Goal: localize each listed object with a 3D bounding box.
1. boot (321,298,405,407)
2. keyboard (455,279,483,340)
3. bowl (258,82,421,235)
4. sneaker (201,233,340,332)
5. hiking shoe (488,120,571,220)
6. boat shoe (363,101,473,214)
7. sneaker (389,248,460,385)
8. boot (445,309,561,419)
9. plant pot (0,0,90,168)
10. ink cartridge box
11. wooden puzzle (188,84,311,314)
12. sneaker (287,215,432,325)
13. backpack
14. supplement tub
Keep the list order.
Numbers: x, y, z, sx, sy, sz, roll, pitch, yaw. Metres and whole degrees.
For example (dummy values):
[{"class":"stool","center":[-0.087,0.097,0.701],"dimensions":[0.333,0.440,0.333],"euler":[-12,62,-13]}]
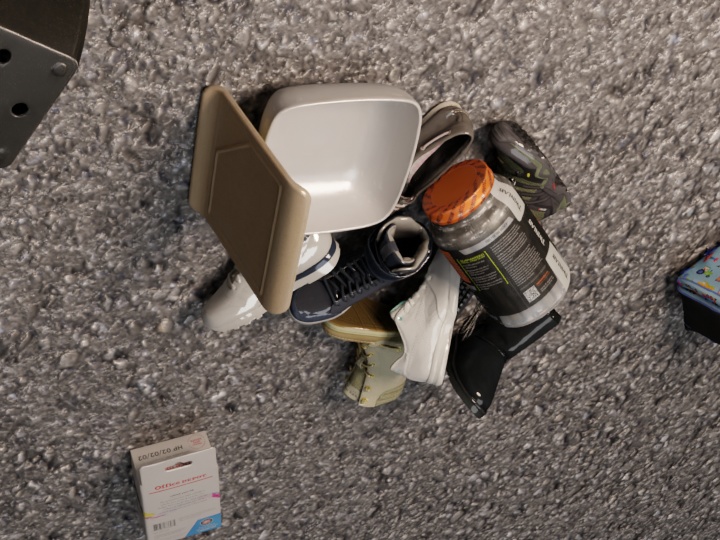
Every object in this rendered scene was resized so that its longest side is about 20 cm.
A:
[{"class":"boot","center":[0.007,0.118,1.805],"dimensions":[0.198,0.072,0.156],"euler":[4,127,-38]},{"class":"keyboard","center":[0.150,0.026,1.780],"dimensions":[0.127,0.021,0.201],"euler":[32,94,-46]},{"class":"bowl","center":[-0.040,-0.138,1.507],"dimensions":[0.197,0.075,0.202],"euler":[-6,135,-24]},{"class":"sneaker","center":[-0.125,-0.002,1.620],"dimensions":[0.199,0.077,0.081],"euler":[-36,128,4]},{"class":"hiking shoe","center":[0.201,-0.112,1.667],"dimensions":[0.100,0.076,0.200],"euler":[-38,140,8]},{"class":"boat shoe","center":[0.063,-0.121,1.595],"dimensions":[0.066,0.057,0.200],"euler":[21,120,-42]},{"class":"sneaker","center":[0.084,0.048,1.710],"dimensions":[0.087,0.075,0.203],"euler":[11,97,5]},{"class":"boot","center":[0.204,0.104,1.823],"dimensions":[0.168,0.201,0.077],"euler":[-38,107,15]},{"class":"plant pot","center":[-0.358,-0.214,1.169],"dimensions":[0.198,0.178,0.200],"euler":[20,121,-42]},{"class":"ink cartridge box","center":[-0.265,0.303,1.857],"dimensions":[0.114,0.068,0.201],"euler":[-13,139,-16]},{"class":"wooden puzzle","center":[-0.122,-0.080,1.434],"dimensions":[0.037,0.200,0.186],"euler":[-19,142,-31]},{"class":"sneaker","center":[0.000,-0.002,1.629],"dimensions":[0.201,0.078,0.146],"euler":[-28,176,-11]},{"class":"backpack","center":[0.606,0.026,1.967],"dimensions":[0.199,0.182,0.136],"euler":[-33,125,-15]},{"class":"supplement tub","center":[0.169,-0.035,1.628],"dimensions":[0.122,0.123,0.201],"euler":[-34,120,9]}]
